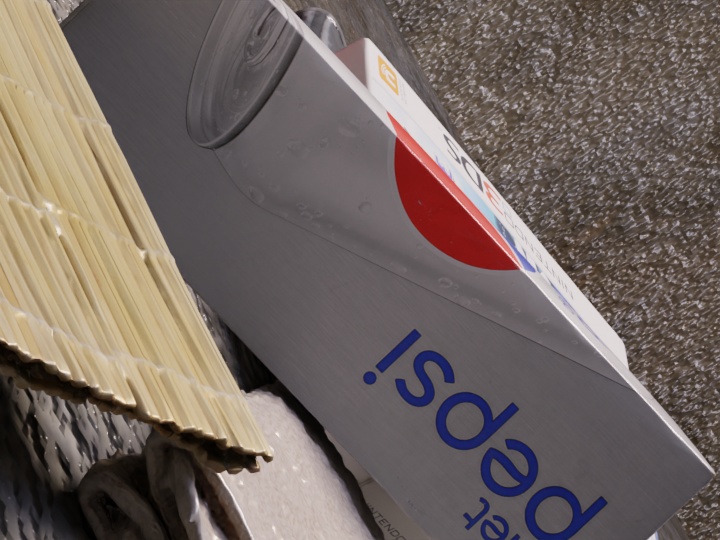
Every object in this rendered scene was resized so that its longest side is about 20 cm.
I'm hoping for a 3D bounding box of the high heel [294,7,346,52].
[{"bbox_3d":[0.010,-0.005,1.077,0.201,0.071,0.143,59,15,-16],"label":"high heel"}]

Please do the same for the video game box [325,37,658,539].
[{"bbox_3d":[0.039,0.048,0.850,0.182,0.047,0.201,45,27,-36],"label":"video game box"}]

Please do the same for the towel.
[{"bbox_3d":[-0.006,0.089,0.607,0.133,0.034,0.200,62,6,1],"label":"towel"}]

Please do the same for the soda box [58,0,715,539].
[{"bbox_3d":[0.000,0.000,0.676,0.200,0.068,0.063,47,3,-5],"label":"soda box"}]

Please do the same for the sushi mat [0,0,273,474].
[{"bbox_3d":[-0.083,-0.043,0.538,0.096,0.012,0.200,31,24,-50],"label":"sushi mat"}]
